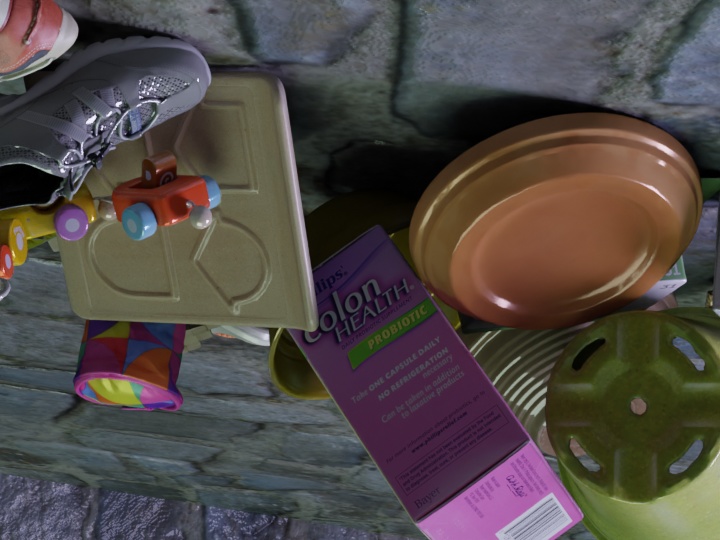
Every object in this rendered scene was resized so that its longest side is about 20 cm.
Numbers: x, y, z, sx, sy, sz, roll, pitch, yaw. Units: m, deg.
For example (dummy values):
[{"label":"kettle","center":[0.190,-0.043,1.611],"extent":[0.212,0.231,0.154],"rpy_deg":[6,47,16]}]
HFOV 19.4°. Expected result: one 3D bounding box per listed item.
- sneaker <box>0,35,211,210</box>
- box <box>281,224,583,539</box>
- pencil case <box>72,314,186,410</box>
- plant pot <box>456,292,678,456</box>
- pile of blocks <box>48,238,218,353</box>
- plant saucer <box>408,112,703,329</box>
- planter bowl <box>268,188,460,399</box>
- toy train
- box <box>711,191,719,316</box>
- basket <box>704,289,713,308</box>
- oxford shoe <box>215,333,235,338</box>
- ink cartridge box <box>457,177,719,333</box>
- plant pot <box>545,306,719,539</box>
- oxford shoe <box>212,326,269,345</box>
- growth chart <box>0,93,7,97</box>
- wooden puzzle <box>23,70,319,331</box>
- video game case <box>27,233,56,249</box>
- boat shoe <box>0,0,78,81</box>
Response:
[{"label":"sneaker","center":[-0.180,-0.077,1.310],"extent":[0.199,0.082,0.075],"rpy_deg":[-25,148,-9]},{"label":"box","center":[0.049,0.099,1.476],"extent":[0.096,0.200,0.176],"rpy_deg":[-36,151,1]},{"label":"pencil case","center":[-0.154,0.004,1.536],"extent":[0.088,0.201,0.088],"rpy_deg":[8,157,4]},{"label":"plant pot","center":[0.171,0.084,1.688],"extent":[0.199,0.093,0.201],"rpy_deg":[-14,146,-10]},{"label":"pile of blocks","center":[-0.173,-0.006,1.629],"extent":[0.200,0.082,0.062],"rpy_deg":[45,167,25]},{"label":"plant saucer","center":[0.132,-0.023,1.399],"extent":[0.199,0.038,0.201],"rpy_deg":[-6,141,-5]},{"label":"planter bowl","center":[0.000,0.000,1.572],"extent":[0.199,0.084,0.201],"rpy_deg":[-26,150,-16]},{"label":"toy train","center":[-0.196,-0.037,1.341],"extent":[0.199,0.056,0.150],"rpy_deg":[-25,-159,-36]},{"label":"box","center":[0.344,-0.007,1.400],"extent":[0.199,0.102,0.112],"rpy_deg":[1,165,26]},{"label":"basket","center":[0.372,0.079,1.641],"extent":[0.148,0.144,0.200],"rpy_deg":[14,164,-28]},{"label":"oxford shoe","center":[-0.133,0.015,1.850],"extent":[0.199,0.072,0.073],"rpy_deg":[11,-176,15]},{"label":"ink cartridge box","center":[0.164,-0.009,1.497],"extent":[0.144,0.048,0.200],"rpy_deg":[-4,165,-18]},{"label":"plant pot","center":[0.214,0.109,1.492],"extent":[0.199,0.202,0.184],"rpy_deg":[3,170,20]},{"label":"oxford shoe","center":[-0.154,0.028,1.776],"extent":[0.199,0.058,0.075],"rpy_deg":[22,-167,23]},{"label":"growth chart","center":[-0.304,-0.102,1.368],"extent":[0.199,0.018,0.145],"rpy_deg":[-7,-162,-30]},{"label":"wooden puzzle","center":[-0.122,-0.052,1.424],"extent":[0.199,0.186,0.046],"rpy_deg":[4,-151,23]},{"label":"video game case","center":[-0.327,-0.071,1.577],"extent":[0.199,0.026,0.180],"rpy_deg":[31,158,-22]},{"label":"boat shoe","center":[-0.255,-0.135,1.298],"extent":[0.062,0.072,0.199],"rpy_deg":[17,159,-42]}]
